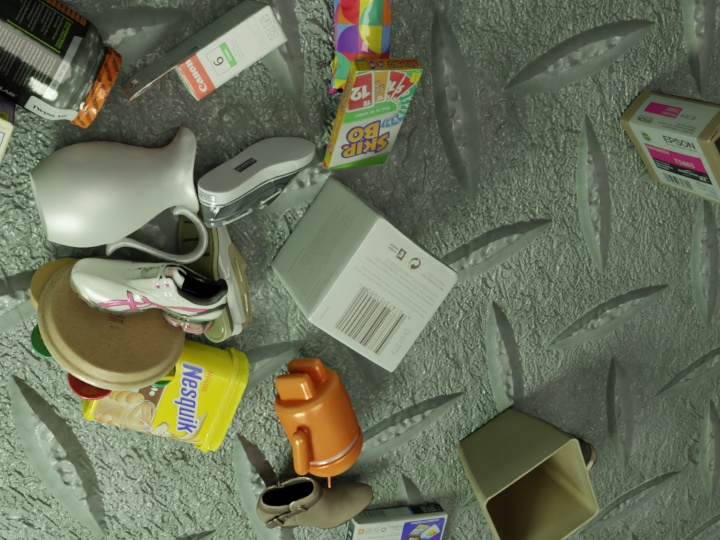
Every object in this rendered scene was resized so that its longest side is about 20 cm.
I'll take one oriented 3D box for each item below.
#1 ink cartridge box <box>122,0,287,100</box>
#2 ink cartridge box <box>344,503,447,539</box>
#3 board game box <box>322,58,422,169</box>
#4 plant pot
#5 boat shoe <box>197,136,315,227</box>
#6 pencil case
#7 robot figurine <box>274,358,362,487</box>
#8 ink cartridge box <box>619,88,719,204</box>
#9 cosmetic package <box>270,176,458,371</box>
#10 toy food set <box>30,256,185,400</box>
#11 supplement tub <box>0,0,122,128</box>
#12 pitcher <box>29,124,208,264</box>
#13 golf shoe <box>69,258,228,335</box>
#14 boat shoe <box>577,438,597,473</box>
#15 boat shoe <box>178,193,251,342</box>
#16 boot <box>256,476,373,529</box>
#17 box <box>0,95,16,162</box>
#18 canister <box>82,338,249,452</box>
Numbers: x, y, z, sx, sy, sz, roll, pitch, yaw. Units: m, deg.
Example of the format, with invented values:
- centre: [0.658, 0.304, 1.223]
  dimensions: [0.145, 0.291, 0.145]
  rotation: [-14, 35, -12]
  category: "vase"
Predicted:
- centre: [-0.193, -0.255, 0.893]
  dimensions: [0.198, 0.109, 0.051]
  rotation: [-37, 121, -6]
  category: "ink cartridge box"
- centre: [0.056, 0.542, 1.370]
  dimensions: [0.193, 0.043, 0.206]
  rotation: [3, 107, -25]
  category: "ink cartridge box"
- centre: [0.011, -0.204, 0.995]
  dimensions: [0.093, 0.031, 0.201]
  rotation: [-8, 152, -21]
  category: "board game box"
- centre: [0.286, 0.379, 1.332]
  dimensions: [0.197, 0.177, 0.203]
  rotation: [-31, 120, -9]
  category: "plant pot"
- centre: [-0.135, -0.118, 0.976]
  dimensions: [0.199, 0.071, 0.069]
  rotation: [-40, 146, -41]
  category: "boat shoe"
- centre: [-0.002, -0.334, 0.967]
  dimensions: [0.086, 0.088, 0.206]
  rotation: [-4, 112, -23]
  category: "pencil case"
- centre: [-0.065, 0.237, 1.142]
  dimensions: [0.114, 0.144, 0.204]
  rotation: [-23, 112, -3]
  category: "robot figurine"
- centre: [0.547, -0.202, 1.204]
  dimensions: [0.075, 0.200, 0.165]
  rotation: [-46, 121, -1]
  category: "ink cartridge box"
- centre: [0.000, 0.000, 1.033]
  dimensions: [0.163, 0.200, 0.167]
  rotation: [33, 96, -31]
  category: "cosmetic package"
- centre: [-0.320, 0.070, 0.936]
  dimensions: [0.196, 0.202, 0.049]
  rotation: [6, 143, -38]
  category: "toy food set"
- centre: [-0.375, -0.251, 0.804]
  dimensions: [0.198, 0.123, 0.124]
  rotation: [30, 97, -30]
  category: "supplement tub"
- centre: [-0.293, -0.078, 0.909]
  dimensions: [0.196, 0.120, 0.177]
  rotation: [-17, 102, -26]
  category: "pitcher"
- centre: [-0.263, 0.014, 0.922]
  dimensions: [0.196, 0.074, 0.092]
  rotation: [16, 134, -29]
  category: "golf shoe"
- centre: [0.397, 0.426, 1.473]
  dimensions: [0.073, 0.074, 0.203]
  rotation: [33, 86, -21]
  category: "boat shoe"
- centre: [-0.200, -0.008, 1.017]
  dimensions: [0.068, 0.073, 0.206]
  rotation: [-23, 111, -53]
  category: "boat shoe"
- centre: [-0.074, 0.376, 1.198]
  dimensions: [0.195, 0.071, 0.148]
  rotation: [-18, 147, -8]
  category: "boot"
- centre: [-0.457, -0.103, 0.794]
  dimensions: [0.095, 0.176, 0.204]
  rotation: [21, 102, -30]
  category: "box"
- centre: [-0.278, 0.164, 1.040]
  dimensions: [0.196, 0.086, 0.152]
  rotation: [20, 100, -28]
  category: "canister"
